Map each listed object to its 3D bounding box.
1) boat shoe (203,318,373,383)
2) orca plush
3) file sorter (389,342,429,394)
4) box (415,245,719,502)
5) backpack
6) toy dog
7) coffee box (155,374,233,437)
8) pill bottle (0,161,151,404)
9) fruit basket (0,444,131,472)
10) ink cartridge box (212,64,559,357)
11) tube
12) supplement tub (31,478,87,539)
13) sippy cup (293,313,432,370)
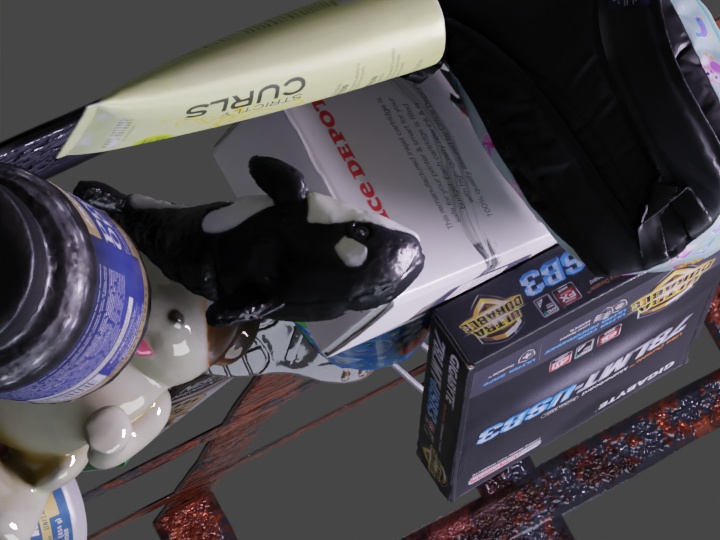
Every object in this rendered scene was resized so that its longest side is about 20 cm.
[{"bbox_3d":[-0.079,0.033,1.484,0.200,0.073,0.075,14,110,-27],"label":"boat shoe"},{"bbox_3d":[-0.069,-0.006,1.107,0.071,0.200,0.105,-54,157,-41],"label":"orca plush"},{"bbox_3d":[0.092,-0.005,1.640,0.139,0.124,0.200,-54,-173,-35],"label":"file sorter"},{"bbox_3d":[0.131,0.044,1.302,0.200,0.050,0.199,-27,154,-17],"label":"box"},{"bbox_3d":[0.138,-0.096,1.132,0.167,0.200,0.127,-34,170,27],"label":"backpack"},{"bbox_3d":[-0.157,0.050,1.275,0.200,0.140,0.194,-32,-176,24],"label":"toy dog"},{"bbox_3d":[-0.168,0.076,1.571,0.113,0.080,0.200,-21,169,-41],"label":"coffee box"},{"bbox_3d":[-0.175,0.007,1.020,0.112,0.112,0.200,-29,172,2],"label":"pill bottle"},{"bbox_3d":[-0.237,0.126,1.429,0.185,0.094,0.200,-13,-156,50],"label":"fruit basket"},{"bbox_3d":[0.034,-0.054,1.223,0.200,0.145,0.084,-22,168,-40],"label":"ink cartridge box"},{"bbox_3d":[-0.053,-0.097,1.031,0.200,0.052,0.058,-20,131,-24],"label":"tube"},{"bbox_3d":[-0.333,0.217,1.652,0.200,0.145,0.145,-21,169,-46],"label":"supplement tub"},{"bbox_3d":[0.000,0.000,1.368,0.140,0.178,0.130,-54,162,-19],"label":"sippy cup"}]
